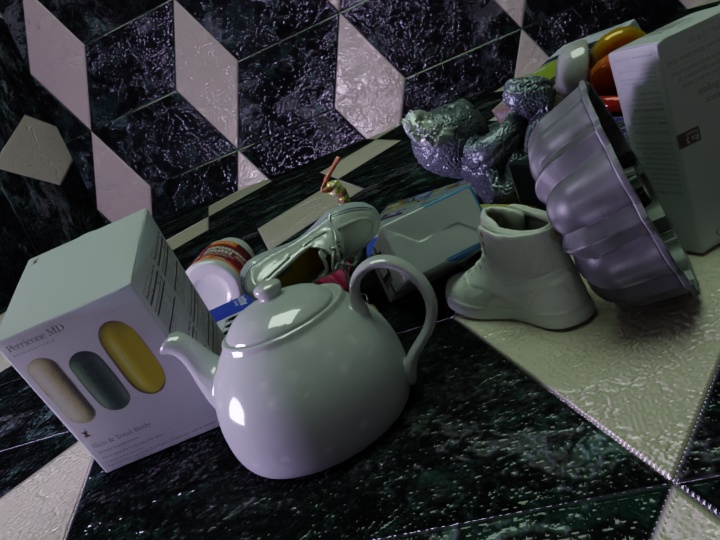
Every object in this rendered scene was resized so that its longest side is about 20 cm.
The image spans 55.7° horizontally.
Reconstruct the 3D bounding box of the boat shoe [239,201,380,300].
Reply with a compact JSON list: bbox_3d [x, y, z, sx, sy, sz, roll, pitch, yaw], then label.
[{"bbox_3d":[-0.045,-0.016,0.827,0.199,0.076,0.086,-27,34,-22],"label":"boat shoe"}]

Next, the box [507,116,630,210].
[{"bbox_3d":[0.289,-0.104,0.792,0.146,0.106,0.200,-27,16,-12],"label":"box"}]

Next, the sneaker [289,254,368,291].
[{"bbox_3d":[-0.061,0.043,0.917,0.200,0.079,0.095,-45,-1,-45],"label":"sneaker"}]

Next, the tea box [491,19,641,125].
[{"bbox_3d":[0.363,-0.287,1.144,0.196,0.135,0.200,-40,15,-9],"label":"tea box"}]

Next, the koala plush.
[{"bbox_3d":[0.158,-0.174,0.964,0.195,0.188,0.177,13,-2,13],"label":"koala plush"}]

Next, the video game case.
[{"bbox_3d":[0.110,-0.085,1.101,0.196,0.046,0.182,-16,19,27],"label":"video game case"}]

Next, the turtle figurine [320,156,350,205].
[{"bbox_3d":[-0.031,-0.070,1.089,0.063,0.206,0.161,4,-1,2],"label":"turtle figurine"}]

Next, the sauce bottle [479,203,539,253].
[{"bbox_3d":[0.164,-0.053,0.889,0.065,0.067,0.199,-28,13,-18],"label":"sauce bottle"}]

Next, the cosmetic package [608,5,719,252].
[{"bbox_3d":[0.319,-0.132,0.652,0.100,0.204,0.074,-26,15,-12],"label":"cosmetic package"}]

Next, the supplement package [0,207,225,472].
[{"bbox_3d":[-0.255,0.076,0.741,0.149,0.203,0.152,-22,34,3],"label":"supplement package"}]

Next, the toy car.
[{"bbox_3d":[0.356,-0.217,0.932,0.170,0.204,0.151,0,37,9],"label":"toy car"}]

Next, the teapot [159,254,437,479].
[{"bbox_3d":[-0.052,0.075,0.617,0.198,0.149,0.196,-30,17,-27],"label":"teapot"}]

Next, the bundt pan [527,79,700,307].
[{"bbox_3d":[0.211,-0.056,0.591,0.075,0.204,0.202,-30,11,27],"label":"bundt pan"}]

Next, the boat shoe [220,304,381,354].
[{"bbox_3d":[-0.072,0.068,0.762,0.196,0.078,0.072,-21,-20,6],"label":"boat shoe"}]

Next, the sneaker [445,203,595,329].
[{"bbox_3d":[0.141,-0.013,0.687,0.073,0.118,0.199,-31,16,-25],"label":"sneaker"}]

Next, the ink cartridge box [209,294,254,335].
[{"bbox_3d":[-0.179,0.088,0.955,0.092,0.045,0.200,-25,15,-11],"label":"ink cartridge box"}]

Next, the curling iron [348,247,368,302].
[{"bbox_3d":[0.000,0.000,0.890,0.202,0.025,0.050,-82,17,-51],"label":"curling iron"}]

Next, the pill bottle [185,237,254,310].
[{"bbox_3d":[-0.238,0.011,1.176,0.107,0.112,0.200,-21,16,6],"label":"pill bottle"}]

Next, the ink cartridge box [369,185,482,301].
[{"bbox_3d":[0.078,-0.023,0.831,0.114,0.069,0.200,-25,-8,-8],"label":"ink cartridge box"}]
